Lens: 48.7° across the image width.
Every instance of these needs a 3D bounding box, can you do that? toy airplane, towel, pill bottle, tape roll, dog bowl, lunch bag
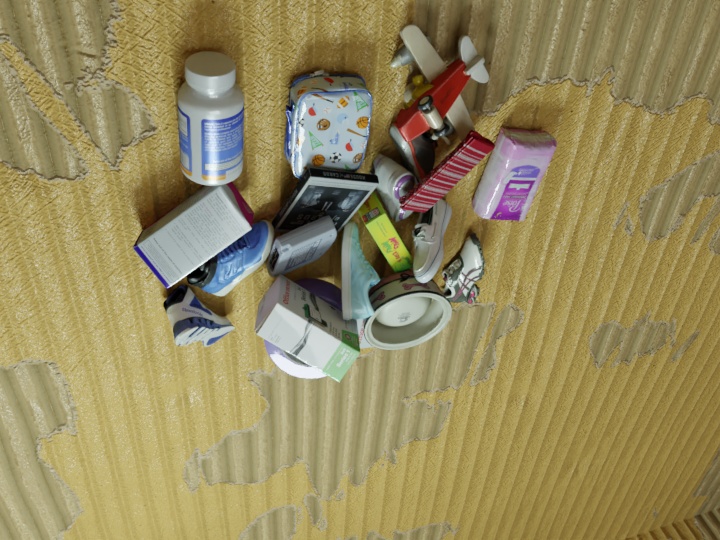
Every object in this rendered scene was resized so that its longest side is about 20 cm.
[{"bbox_3d":[0.138,-0.334,1.449,0.196,0.140,0.205,-5,100,-38],"label":"toy airplane"},{"bbox_3d":[0.168,-0.187,1.533,0.200,0.023,0.144,-43,164,20],"label":"towel"},{"bbox_3d":[-0.250,-0.255,1.336,0.110,0.113,0.203,-7,133,-19],"label":"pill bottle"},{"bbox_3d":[-0.109,0.126,1.726,0.195,0.085,0.204,-1,113,-3],"label":"tape roll"},{"bbox_3d":[0.093,0.082,1.705,0.196,0.075,0.202,-12,143,-9],"label":"dog bowl"},{"bbox_3d":[-0.064,-0.264,1.445,0.157,0.076,0.203,-6,134,-17],"label":"lunch bag"}]

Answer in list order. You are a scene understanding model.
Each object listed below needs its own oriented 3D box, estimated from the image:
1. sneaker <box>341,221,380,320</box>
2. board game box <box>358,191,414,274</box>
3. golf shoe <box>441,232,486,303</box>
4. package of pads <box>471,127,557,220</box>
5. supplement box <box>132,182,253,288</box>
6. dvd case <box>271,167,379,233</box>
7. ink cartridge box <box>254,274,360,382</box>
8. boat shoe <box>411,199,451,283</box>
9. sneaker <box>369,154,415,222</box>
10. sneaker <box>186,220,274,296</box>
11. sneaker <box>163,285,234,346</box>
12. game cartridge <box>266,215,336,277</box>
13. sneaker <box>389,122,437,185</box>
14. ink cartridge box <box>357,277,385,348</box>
[{"bbox_3d":[0.000,0.000,1.634,0.080,0.205,0.074,0,175,-2],"label":"sneaker"},{"bbox_3d":[0.053,-0.076,1.654,0.047,0.102,0.201,-29,137,5],"label":"board game box"},{"bbox_3d":[0.236,0.003,1.839,0.086,0.078,0.203,-6,133,-10],"label":"golf shoe"},{"bbox_3d":[0.322,-0.203,1.684,0.118,0.076,0.202,1,130,-22],"label":"package of pads"},{"bbox_3d":[-0.303,-0.076,1.465,0.198,0.102,0.104,-35,110,9],"label":"supplement box"},{"bbox_3d":[-0.072,-0.130,1.546,0.148,0.025,0.200,1,151,-29],"label":"dvd case"},{"bbox_3d":[-0.105,0.113,1.595,0.198,0.147,0.085,32,107,-16],"label":"ink cartridge box"},{"bbox_3d":[0.134,-0.071,1.657,0.073,0.203,0.067,-21,132,42],"label":"boat shoe"},{"bbox_3d":[0.069,-0.170,1.605,0.075,0.100,0.201,-42,160,-10],"label":"sneaker"},{"bbox_3d":[-0.263,-0.032,1.563,0.199,0.078,0.110,-41,145,23],"label":"sneaker"},{"bbox_3d":[-0.340,0.088,1.642,0.080,0.116,0.199,-33,166,11],"label":"sneaker"},{"bbox_3d":[-0.114,-0.047,1.575,0.131,0.042,0.200,-20,169,-18],"label":"game cartridge"},{"bbox_3d":[0.127,-0.226,1.573,0.081,0.077,0.201,-35,139,-4],"label":"sneaker"},{"bbox_3d":[0.063,0.096,1.834,0.196,0.083,0.148,-6,133,-21],"label":"ink cartridge box"}]
